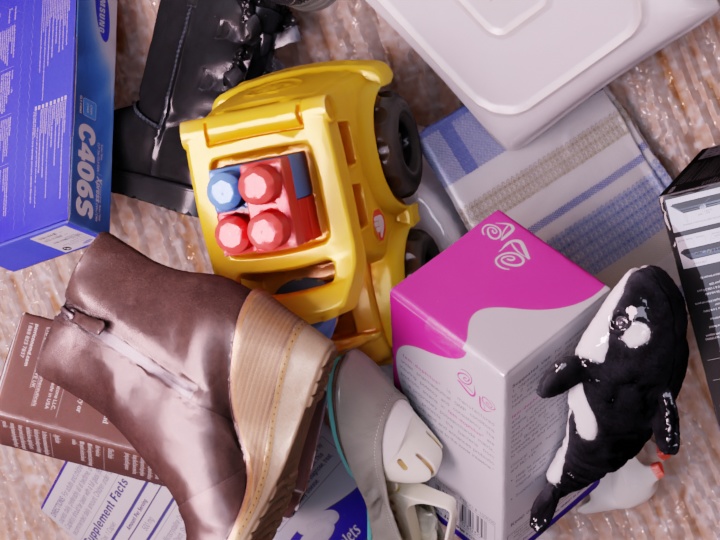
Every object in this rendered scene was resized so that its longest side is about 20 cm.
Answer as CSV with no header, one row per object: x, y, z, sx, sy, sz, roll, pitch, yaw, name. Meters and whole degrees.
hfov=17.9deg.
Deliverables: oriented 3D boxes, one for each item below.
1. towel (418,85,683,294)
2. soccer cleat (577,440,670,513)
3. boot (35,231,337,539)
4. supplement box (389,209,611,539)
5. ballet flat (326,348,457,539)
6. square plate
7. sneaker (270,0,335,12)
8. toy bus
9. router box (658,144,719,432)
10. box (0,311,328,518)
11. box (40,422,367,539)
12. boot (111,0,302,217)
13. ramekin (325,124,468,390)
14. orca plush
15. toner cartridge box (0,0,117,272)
0.141,-0.040,1.516,0.147,0.024,0.200,-33,92,-19,towel
0.138,0.076,1.561,0.077,0.069,0.200,-26,96,22,soccer cleat
-0.118,0.094,1.363,0.166,0.072,0.201,22,96,12,boot
0.088,0.077,1.458,0.101,0.103,0.200,37,151,30,supplement box
0.028,0.130,1.454,0.063,0.067,0.200,6,131,22,ballet flat
0.086,-0.180,1.404,0.198,0.028,0.200,45,134,-11,square plate
-0.063,-0.277,1.507,0.076,0.114,0.200,-5,84,34,sneaker
-0.037,-0.020,1.422,0.135,0.192,0.201,-10,99,16,toy bus
0.246,0.006,1.443,0.052,0.200,0.158,-14,96,19,router box
-0.126,0.093,1.439,0.199,0.100,0.075,16,74,-2,box
-0.099,0.159,1.584,0.200,0.105,0.184,40,142,4,box
-0.141,-0.129,1.592,0.198,0.073,0.163,16,92,36,boot
0.000,0.000,1.567,0.200,0.098,0.201,3,102,15,ramekin
0.157,0.092,1.380,0.071,0.105,0.200,53,127,34,orca plush
-0.217,-0.107,1.574,0.095,0.043,0.201,-16,64,33,toner cartridge box
